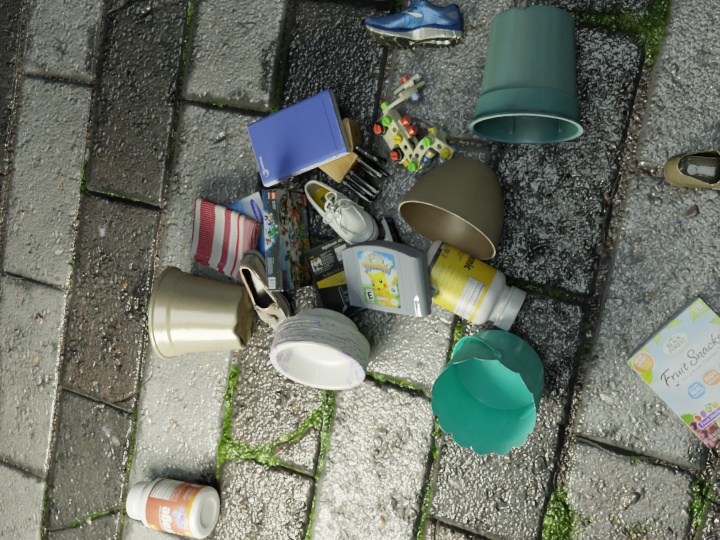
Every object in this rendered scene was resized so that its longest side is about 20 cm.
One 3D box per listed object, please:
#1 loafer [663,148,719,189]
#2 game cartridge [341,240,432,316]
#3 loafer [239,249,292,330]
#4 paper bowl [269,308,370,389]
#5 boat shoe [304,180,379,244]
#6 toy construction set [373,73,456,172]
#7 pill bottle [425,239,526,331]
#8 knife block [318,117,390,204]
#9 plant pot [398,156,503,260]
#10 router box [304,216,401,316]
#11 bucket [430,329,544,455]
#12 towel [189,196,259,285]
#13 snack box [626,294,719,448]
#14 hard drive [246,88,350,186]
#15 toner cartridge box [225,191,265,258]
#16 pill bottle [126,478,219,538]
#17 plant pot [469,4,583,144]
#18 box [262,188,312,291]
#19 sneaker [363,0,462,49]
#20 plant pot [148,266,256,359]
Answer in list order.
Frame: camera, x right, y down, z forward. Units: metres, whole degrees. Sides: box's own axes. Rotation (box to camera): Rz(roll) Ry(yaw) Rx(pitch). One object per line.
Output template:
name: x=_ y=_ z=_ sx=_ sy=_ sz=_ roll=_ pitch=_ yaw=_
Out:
loafer: x=0.620 y=-0.169 z=1.209 sx=0.197 sy=0.067 sz=0.077 roll=-2 pitch=93 yaw=22
game cartridge: x=0.045 y=0.011 z=1.360 sx=0.198 sy=0.040 sz=0.136 roll=6 pitch=109 yaw=43
loafer: x=-0.206 y=0.056 z=1.512 sx=0.071 sy=0.063 sz=0.202 roll=-15 pitch=115 yaw=18
paper bowl: x=-0.078 y=0.153 z=1.451 sx=0.198 sy=0.201 sz=0.106 roll=-4 pitch=55 yaw=21
boat shoe: x=-0.047 y=-0.125 z=1.433 sx=0.075 sy=0.086 sz=0.202 roll=-48 pitch=54 yaw=4
toy construction set: x=0.102 y=-0.279 z=1.394 sx=0.131 sy=0.091 sz=0.202 roll=-34 pitch=72 yaw=45
pill bottle: x=0.207 y=0.033 z=1.358 sx=0.198 sy=0.111 sz=0.112 roll=28 pitch=103 yaw=8
knife block: x=-0.042 y=-0.213 z=1.470 sx=0.197 sy=0.064 sz=0.179 roll=-8 pitch=90 yaw=22
plant pot: x=0.187 y=-0.130 z=1.333 sx=0.198 sy=0.201 sz=0.136 roll=23 pitch=77 yaw=18
router box: x=0.000 y=0.000 z=1.473 sx=0.198 sy=0.052 sz=0.159 roll=-22 pitch=85 yaw=21
bucket: x=0.239 y=0.218 z=1.321 sx=0.204 sy=0.135 sz=0.210 roll=10 pitch=117 yaw=21
towel: x=-0.303 y=-0.067 z=1.570 sx=0.198 sy=0.023 sz=0.146 roll=22 pitch=111 yaw=33
snack box: x=0.595 y=0.173 z=1.242 sx=0.200 sy=0.068 sz=0.169 roll=47 pitch=109 yaw=14
hard drive: x=-0.128 y=-0.267 z=1.454 sx=0.198 sy=0.025 sz=0.134 roll=-18 pitch=87 yaw=22
toner cartridge box: x=-0.219 y=-0.060 z=1.561 sx=0.094 sy=0.043 sz=0.203 roll=-21 pitch=86 yaw=21
pill bottle: x=-0.433 y=0.542 z=1.648 sx=0.197 sy=0.112 sz=0.114 roll=2 pitch=94 yaw=22
plant pot: x=0.300 y=-0.345 z=1.269 sx=0.197 sy=0.200 sz=0.200 roll=5 pitch=87 yaw=21
box: x=-0.149 y=-0.064 z=1.483 sx=0.037 sy=0.136 sz=0.204 roll=-2 pitch=93 yaw=23
sneaker: x=0.103 y=-0.486 z=1.398 sx=0.197 sy=0.078 sz=0.091 roll=4 pitch=88 yaw=13
plant pot: x=-0.330 y=0.097 z=1.552 sx=0.180 sy=0.200 sz=0.204 roll=3 pitch=94 yaw=9
